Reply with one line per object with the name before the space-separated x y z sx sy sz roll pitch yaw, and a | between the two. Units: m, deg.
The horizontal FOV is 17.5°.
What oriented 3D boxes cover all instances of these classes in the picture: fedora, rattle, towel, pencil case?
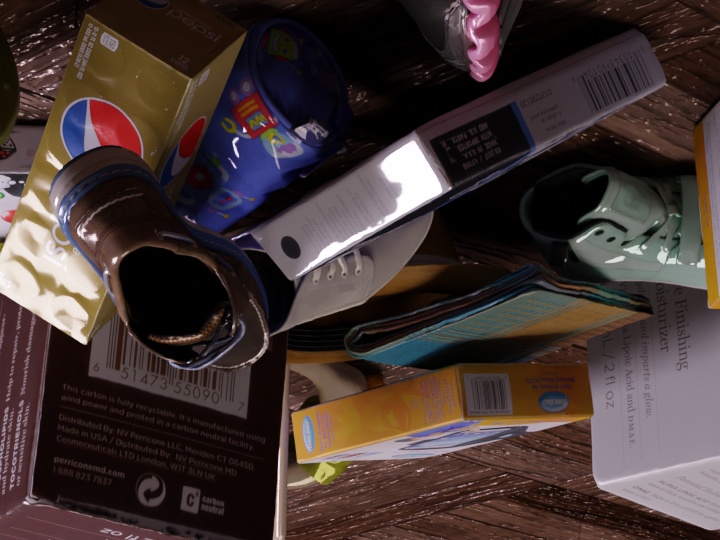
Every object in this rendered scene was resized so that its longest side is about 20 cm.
fedora | 0.000 0.000 1.536 0.200 0.082 0.201 -9 162 -3
rattle | -0.088 0.080 1.816 0.199 0.143 0.131 11 128 8
towel | 0.093 0.035 1.529 0.146 0.022 0.200 -20 165 24
pencil case | -0.084 -0.061 1.324 0.087 0.078 0.200 43 130 -13

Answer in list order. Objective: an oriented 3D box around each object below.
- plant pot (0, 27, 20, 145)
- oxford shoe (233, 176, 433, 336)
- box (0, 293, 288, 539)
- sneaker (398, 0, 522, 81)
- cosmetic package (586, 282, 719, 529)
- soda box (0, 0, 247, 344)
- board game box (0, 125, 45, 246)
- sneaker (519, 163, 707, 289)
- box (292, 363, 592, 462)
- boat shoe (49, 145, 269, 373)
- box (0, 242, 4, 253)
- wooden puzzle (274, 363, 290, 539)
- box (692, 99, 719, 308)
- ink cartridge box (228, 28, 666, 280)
plant pot | -0.284 -0.072 1.206 0.193 0.201 0.200 -32 145 33
oxford shoe | -0.028 -0.008 1.387 0.200 0.075 0.058 -28 178 -32
box | -0.165 0.108 1.452 0.166 0.165 0.200 16 152 -28
sneaker | 0.030 -0.161 1.156 0.095 0.079 0.200 16 163 17
cosmetic package | 0.283 0.073 1.633 0.200 0.165 0.165 -18 154 34
soda box | -0.132 -0.058 1.259 0.068 0.064 0.200 32 130 7
board game box | -0.190 -0.037 1.488 0.126 0.035 0.200 1 159 -6
sneaker | 0.199 -0.031 1.472 0.200 0.074 0.118 -6 165 19
box | 0.047 0.100 1.592 0.119 0.042 0.200 1 165 -39
boat shoe | -0.098 0.015 1.232 0.072 0.072 0.200 -34 145 7
box | -0.222 0.021 1.527 0.199 0.049 0.117 0 159 5
wooden puzzle | -0.150 0.105 1.651 0.199 0.186 0.046 2 -161 0
box | 0.245 -0.065 1.330 0.041 0.119 0.200 4 159 -15
ink cartridge box | 0.041 -0.058 1.314 0.198 0.043 0.200 -28 -179 -42
